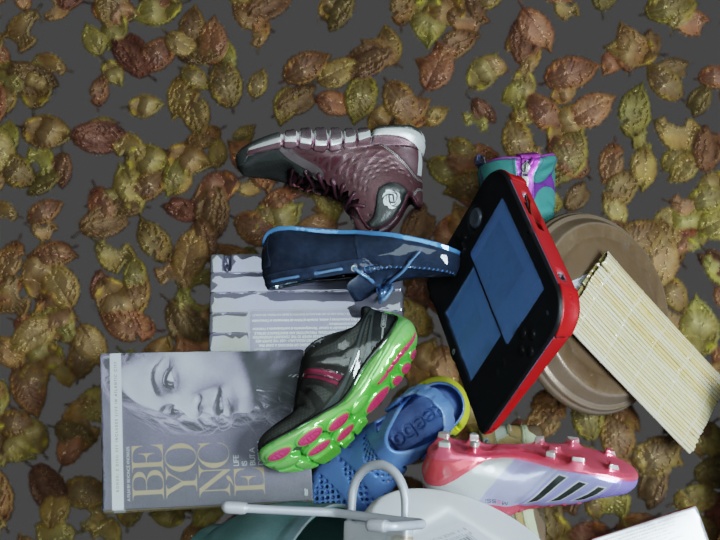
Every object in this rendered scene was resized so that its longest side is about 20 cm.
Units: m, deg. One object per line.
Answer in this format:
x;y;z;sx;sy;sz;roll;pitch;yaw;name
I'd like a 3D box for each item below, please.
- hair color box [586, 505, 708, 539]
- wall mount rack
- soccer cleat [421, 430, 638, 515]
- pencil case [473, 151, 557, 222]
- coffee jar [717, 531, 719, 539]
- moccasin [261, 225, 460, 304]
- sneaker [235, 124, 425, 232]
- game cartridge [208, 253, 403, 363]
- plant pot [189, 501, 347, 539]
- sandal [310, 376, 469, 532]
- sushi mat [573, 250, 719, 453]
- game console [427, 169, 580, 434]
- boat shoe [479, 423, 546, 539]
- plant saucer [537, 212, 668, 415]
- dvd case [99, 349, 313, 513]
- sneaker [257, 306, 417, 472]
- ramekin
0.295;0.337;1.180;0.110;0.064;0.202;-16;75;-5;hair color box
-0.028;0.251;0.988;0.172;0.074;0.203;-3;82;40;wall mount rack
0.155;0.196;1.161;0.197;0.067;0.077;5;102;4;soccer cleat
0.160;-0.018;1.253;0.084;0.092;0.203;-1;77;0;pencil case
0.396;0.209;1.195;0.103;0.085;0.202;12;75;-21;coffee jar
0.000;0.000;1.233;0.198;0.080;0.069;3;78;15;moccasin
-0.026;-0.083;1.279;0.197;0.076;0.117;-6;79;-2;sneaker
-0.055;0.048;1.267;0.197;0.038;0.131;0;80;0;game cartridge
-0.091;0.301;1.136;0.133;0.200;0.203;6;74;28;plant pot
0.024;0.172;1.209;0.200;0.087;0.079;-44;82;-8;sandal
0.279;0.080;1.214;0.200;0.012;0.096;44;63;-18;sushi mat
0.127;0.025;1.175;0.031;0.178;0.201;10;42;-28;game console
0.137;0.248;1.200;0.075;0.072;0.202;2;65;-1;boat shoe
0.232;0.040;1.220;0.198;0.029;0.203;8;76;-31;plant saucer
-0.147;0.150;1.190;0.198;0.016;0.150;0;72;-13;dvd case
-0.029;0.114;1.199;0.083;0.077;0.200;32;62;29;sneaker
0.075;0.272;1.070;0.198;0.201;0.099;18;107;4;ramekin
